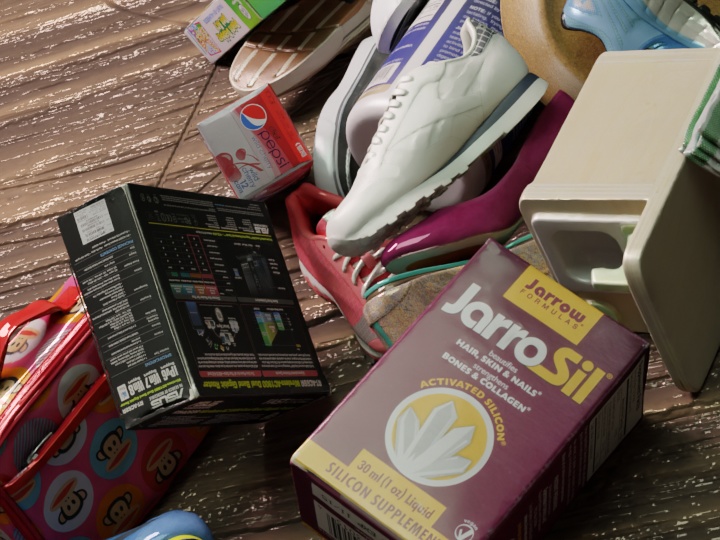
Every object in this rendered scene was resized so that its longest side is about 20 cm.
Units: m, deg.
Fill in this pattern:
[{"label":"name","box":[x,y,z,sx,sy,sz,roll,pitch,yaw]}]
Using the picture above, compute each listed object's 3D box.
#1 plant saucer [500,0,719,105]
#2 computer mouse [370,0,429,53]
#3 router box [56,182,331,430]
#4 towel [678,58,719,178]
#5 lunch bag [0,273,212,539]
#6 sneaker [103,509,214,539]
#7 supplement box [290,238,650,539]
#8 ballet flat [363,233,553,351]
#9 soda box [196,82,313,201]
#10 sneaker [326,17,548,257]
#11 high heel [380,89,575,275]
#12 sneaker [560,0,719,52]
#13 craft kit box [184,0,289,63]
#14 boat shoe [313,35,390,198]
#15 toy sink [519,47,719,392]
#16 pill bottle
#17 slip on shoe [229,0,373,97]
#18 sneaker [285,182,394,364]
[{"label":"plant saucer","box":[0.201,-0.196,1.584,0.200,0.200,0.035,-26,-1,5]},{"label":"computer mouse","box":[0.060,-0.234,1.739,0.044,0.110,0.200,38,39,13]},{"label":"router box","box":[-0.109,0.027,1.476,0.062,0.200,0.150,-25,77,22]},{"label":"towel","box":[0.316,-0.082,1.400,0.200,0.031,0.149,29,58,-1]},{"label":"lunch bag","box":[-0.196,0.093,1.514,0.082,0.176,0.200,12,54,41]},{"label":"sneaker","box":[-0.183,0.229,1.451,0.200,0.066,0.078,-35,26,-7]},{"label":"supplement box","box":[0.070,0.103,1.357,0.131,0.103,0.200,33,67,21]},{"label":"ballet flat","box":[0.094,0.019,1.493,0.200,0.068,0.067,-19,74,-26]},{"label":"soda box","box":[-0.078,-0.090,1.653,0.063,0.070,0.200,-31,2,-1]},{"label":"sneaker","box":[0.039,-0.090,1.528,0.200,0.081,0.076,-43,1,-20]},{"label":"high heel","box":[0.086,-0.060,1.533,0.200,0.067,0.096,-17,73,-30]},{"label":"sneaker","box":[0.224,-0.140,1.540,0.090,0.200,0.078,-48,-8,20]},{"label":"craft kit box","box":[-0.047,-0.269,1.859,0.200,0.049,0.198,-42,4,-15]},{"label":"boat shoe","box":[0.013,-0.122,1.714,0.057,0.069,0.200,-7,41,26]},{"label":"toy sink","box":[0.187,-0.033,1.450,0.112,0.130,0.200,2,48,34]},{"label":"pill bottle","box":[0.083,-0.150,1.660,0.116,0.116,0.200,7,51,38]},{"label":"slip on shoe","box":[-0.024,-0.203,1.835,0.076,0.061,0.200,28,67,38]},{"label":"sneaker","box":[0.000,0.000,1.567,0.074,0.087,0.200,-39,39,-11]}]
